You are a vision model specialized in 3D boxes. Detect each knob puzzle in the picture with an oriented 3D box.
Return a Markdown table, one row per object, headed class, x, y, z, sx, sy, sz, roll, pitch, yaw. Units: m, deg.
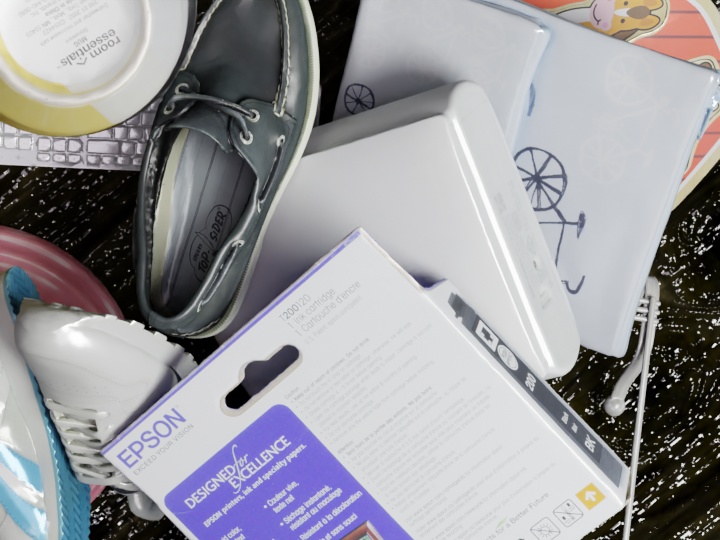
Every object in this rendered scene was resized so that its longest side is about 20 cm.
| class | x | y | z | sx | sy | sz | roll | pitch | yaw |
| --- | --- | --- | --- | --- | --- | --- | --- | --- | --- |
| knob puzzle | 0.135 | -0.088 | 1.027 | 0.219 | 0.030 | 0.220 | -8 | 119 | -14 |

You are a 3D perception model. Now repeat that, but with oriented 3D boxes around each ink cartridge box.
| class | x | y | z | sx | sy | sz | roll | pitch | yaw |
| --- | --- | --- | --- | --- | --- | --- | --- | --- | --- |
| ink cartridge box | 0.002 | 0.100 | 0.949 | 0.198 | 0.043 | 0.200 | -40 | 101 | 21 |

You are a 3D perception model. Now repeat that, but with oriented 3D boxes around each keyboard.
| class | x | y | z | sx | sy | sz | roll | pitch | yaw |
| --- | --- | --- | --- | --- | --- | --- | --- | --- | --- |
| keyboard | -0.122 | -0.085 | 1.039 | 0.200 | 0.011 | 0.056 | 2 | 105 | -11 |

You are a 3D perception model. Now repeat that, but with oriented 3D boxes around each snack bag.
| class | x | y | z | sx | sy | sz | roll | pitch | yaw |
| --- | --- | --- | --- | --- | --- | --- | --- | --- | --- |
| snack bag | 0.077 | -0.054 | 0.988 | 0.200 | 0.021 | 0.189 | 22 | 119 | 12 |

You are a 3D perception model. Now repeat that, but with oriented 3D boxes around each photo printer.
| class | x | y | z | sx | sy | sz | roll | pitch | yaw |
| --- | --- | --- | --- | --- | --- | --- | --- | --- | --- |
| photo printer | 0.000 | 0.000 | 0.991 | 0.200 | 0.069 | 0.167 | -14 | 105 | 30 |

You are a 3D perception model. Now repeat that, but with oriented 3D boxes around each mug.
| class | x | y | z | sx | sy | sz | roll | pitch | yaw |
| --- | --- | --- | --- | --- | --- | --- | --- | --- | --- |
| mug | -0.157 | -0.117 | 0.944 | 0.149 | 0.153 | 0.187 | 13 | 99 | -13 |

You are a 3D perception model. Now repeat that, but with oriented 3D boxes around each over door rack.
| class | x | y | z | sx | sy | sz | roll | pitch | yaw |
| --- | --- | --- | --- | --- | --- | --- | --- | --- | --- |
| over door rack | 0.096 | 0.090 | 1.071 | 0.148 | 0.067 | 0.200 | 10 | 71 | -13 |

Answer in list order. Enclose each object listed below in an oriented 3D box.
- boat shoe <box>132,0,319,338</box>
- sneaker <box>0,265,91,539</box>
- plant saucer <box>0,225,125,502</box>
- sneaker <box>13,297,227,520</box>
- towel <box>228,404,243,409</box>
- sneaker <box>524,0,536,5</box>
| class | x | y | z | sx | sy | sz | roll | pitch | yaw |
| --- | --- | --- | --- | --- | --- | --- | --- | --- | --- |
| boat shoe | -0.076 | -0.060 | 0.927 | 0.074 | 0.066 | 0.200 | 22 | 98 | 14 |
| sneaker | -0.199 | 0.099 | 0.997 | 0.081 | 0.077 | 0.200 | -10 | 103 | 5 |
| plant saucer | -0.226 | 0.074 | 1.044 | 0.200 | 0.051 | 0.201 | -3 | 106 | -10 |
| sneaker | -0.131 | 0.076 | 0.980 | 0.076 | 0.200 | 0.081 | 17 | 74 | 25 |
| towel | -0.016 | 0.170 | 1.053 | 0.148 | 0.050 | 0.200 | -4 | 67 | -9 |
| sneaker | 0.049 | -0.151 | 1.021 | 0.078 | 0.070 | 0.200 | 13 | 104 | -21 |
